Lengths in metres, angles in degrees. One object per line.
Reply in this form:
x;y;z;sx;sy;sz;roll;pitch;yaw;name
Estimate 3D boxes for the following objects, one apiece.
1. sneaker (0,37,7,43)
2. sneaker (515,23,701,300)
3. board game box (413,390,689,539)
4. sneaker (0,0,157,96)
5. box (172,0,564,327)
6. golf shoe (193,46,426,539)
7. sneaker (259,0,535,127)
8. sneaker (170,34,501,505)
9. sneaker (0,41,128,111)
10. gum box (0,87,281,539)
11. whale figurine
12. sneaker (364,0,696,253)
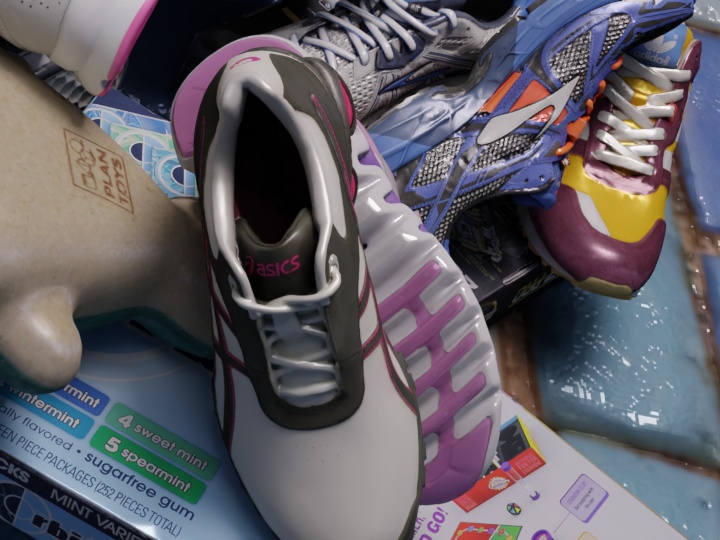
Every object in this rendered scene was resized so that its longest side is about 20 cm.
-0.215;-0.133;0.910;0.199;0.075;0.088;23;46;-4;sneaker
0.126;-0.079;0.946;0.075;0.090;0.201;17;45;-14;sneaker
0.050;0.128;0.831;0.200;0.040;0.153;39;46;11;board game box
-0.137;-0.137;0.758;0.088;0.082;0.200;27;6;-25;sneaker
0.028;-0.065;0.983;0.200;0.049;0.161;46;46;16;box
-0.027;0.019;0.694;0.077;0.088;0.201;-12;91;6;golf shoe
0.008;-0.115;0.924;0.199;0.085;0.077;-22;62;-36;sneaker
0.000;0.000;0.780;0.201;0.080;0.088;62;9;10;sneaker
-0.217;-0.088;0.845;0.202;0.077;0.146;-32;67;-21;sneaker
-0.083;0.031;0.794;0.169;0.045;0.200;29;46;1;gum box
-0.137;-0.012;0.726;0.200;0.104;0.160;21;40;-42;whale figurine
0.077;-0.069;0.896;0.200;0.075;0.079;-36;85;-1;sneaker
